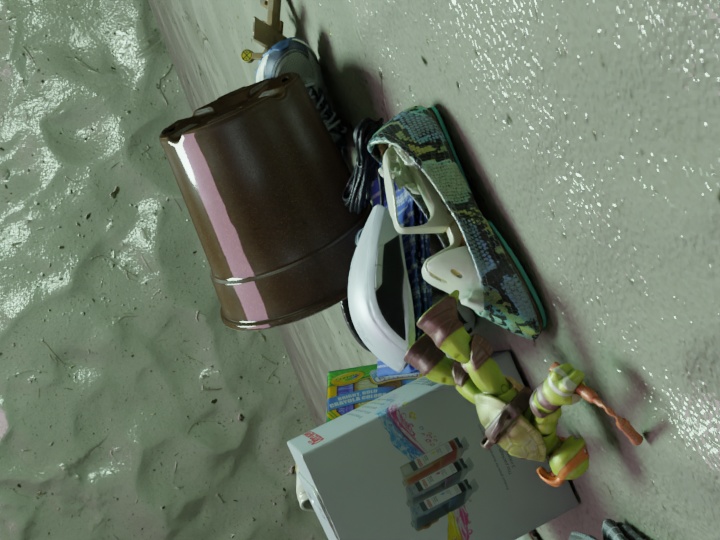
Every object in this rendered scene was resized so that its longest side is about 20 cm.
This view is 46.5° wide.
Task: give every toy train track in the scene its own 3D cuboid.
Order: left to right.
[{"bbox_3d":[-0.113,-0.216,0.943,0.115,0.032,0.201,-4,-82,-74],"label":"toy train track"}]

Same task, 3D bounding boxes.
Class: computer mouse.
[{"bbox_3d":[0.009,-0.015,0.688,0.110,0.044,0.201,117,149,-64],"label":"computer mouse"}]

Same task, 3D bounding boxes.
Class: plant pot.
[{"bbox_3d":[-0.091,-0.076,0.836,0.199,0.200,0.200,66,170,-22],"label":"plant pot"}]

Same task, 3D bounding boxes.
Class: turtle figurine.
[{"bbox_3d":[0.103,0.098,0.597,0.161,0.064,0.200,42,165,18],"label":"turtle figurine"}]

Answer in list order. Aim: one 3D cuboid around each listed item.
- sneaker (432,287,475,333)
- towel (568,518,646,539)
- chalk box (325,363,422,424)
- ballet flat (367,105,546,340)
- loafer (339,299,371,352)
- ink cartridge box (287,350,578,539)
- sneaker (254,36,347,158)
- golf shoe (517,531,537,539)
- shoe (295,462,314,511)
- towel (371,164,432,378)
[{"bbox_3d":[0.056,0.039,0.810,0.200,0.075,0.082,126,129,-77],"label":"sneaker"},{"bbox_3d":[0.203,0.272,0.546,0.166,0.085,0.200,68,167,-12],"label":"towel"},{"bbox_3d":[0.030,0.185,0.975,0.200,0.123,0.125,-90,-10,-68],"label":"chalk box"},{"bbox_3d":[0.064,-0.028,0.628,0.074,0.074,0.201,99,146,-70],"label":"ballet flat"},{"bbox_3d":[0.000,0.000,1.013,0.071,0.073,0.201,-141,33,-89],"label":"loafer"},{"bbox_3d":[0.054,0.179,0.742,0.145,0.199,0.145,141,105,-79],"label":"ink cartridge box"},{"bbox_3d":[-0.050,-0.166,0.918,0.085,0.077,0.200,47,167,34],"label":"sneaker"},{"bbox_3d":[0.124,0.279,0.901,0.200,0.091,0.076,-129,18,-59],"label":"golf shoe"},{"bbox_3d":[0.032,0.217,0.846,0.053,0.199,0.070,-88,-4,-59],"label":"shoe"},{"bbox_3d":[0.030,-0.009,0.730,0.145,0.024,0.201,147,122,-74],"label":"towel"}]
